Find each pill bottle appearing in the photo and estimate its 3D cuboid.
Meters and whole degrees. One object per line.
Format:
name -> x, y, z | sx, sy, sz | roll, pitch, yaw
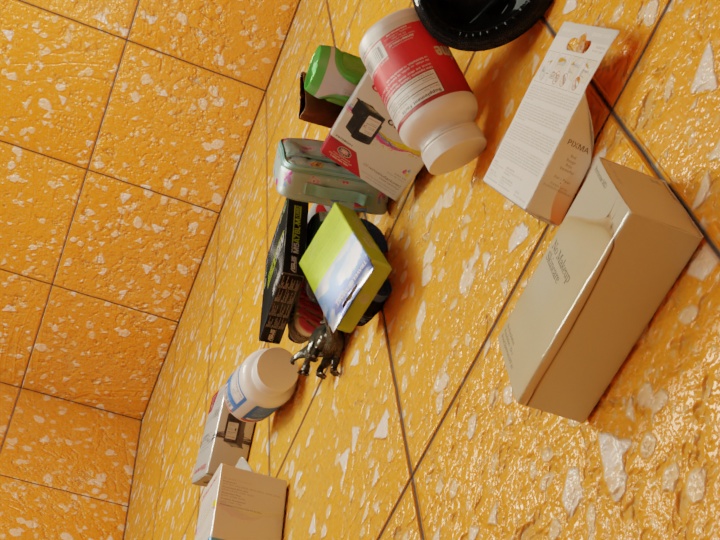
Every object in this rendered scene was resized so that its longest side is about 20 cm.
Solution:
pill bottle -> 0.085, -0.233, 1.386 | 0.202, 0.111, 0.112 | 65, 149, 16
pill bottle -> -0.183, 0.212, 1.991 | 0.200, 0.111, 0.113 | 138, 147, -60

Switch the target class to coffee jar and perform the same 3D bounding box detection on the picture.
coffee jar -> -0.054, -0.018, 1.831 | 0.200, 0.084, 0.105 | -103, 32, -64

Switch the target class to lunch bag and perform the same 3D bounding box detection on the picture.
lunch bag -> -0.042, -0.157, 1.739 | 0.161, 0.197, 0.078 | -109, 29, -66

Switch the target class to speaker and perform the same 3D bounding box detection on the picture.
speaker -> 0.016, -0.284, 1.655 | 0.088, 0.198, 0.089 | -162, 90, -75

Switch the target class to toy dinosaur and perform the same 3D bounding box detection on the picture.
toy dinosaur -> -0.058, 0.124, 1.755 | 0.103, 0.076, 0.200 | -67, 6, -28

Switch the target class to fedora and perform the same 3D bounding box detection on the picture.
fedora -> 0.167, -0.373, 1.352 | 0.091, 0.199, 0.203 | -12, -54, -68

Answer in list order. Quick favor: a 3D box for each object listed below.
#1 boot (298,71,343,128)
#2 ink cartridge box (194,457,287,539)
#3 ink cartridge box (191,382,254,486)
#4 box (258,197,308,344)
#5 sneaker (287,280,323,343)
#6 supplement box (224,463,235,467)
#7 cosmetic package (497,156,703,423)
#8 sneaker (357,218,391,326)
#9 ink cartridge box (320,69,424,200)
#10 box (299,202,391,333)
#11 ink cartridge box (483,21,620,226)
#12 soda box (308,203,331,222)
boot -> -0.011, -0.279, 1.746 | 0.069, 0.198, 0.190 | 125, 157, -47
ink cartridge box -> -0.206, 0.435, 1.796 | 0.129, 0.124, 0.202 | 124, 158, -46
ink cartridge box -> -0.286, 0.358, 2.251 | 0.145, 0.083, 0.202 | 139, 145, -62
box -> -0.137, -0.004, 1.890 | 0.201, 0.047, 0.195 | 114, 165, -48
sneaker -> -0.107, 0.052, 1.965 | 0.088, 0.073, 0.202 | -49, 32, 43
supplement box -> -0.224, 0.415, 2.001 | 0.200, 0.068, 0.067 | 169, 118, -71
cosmetic package -> 0.199, 0.019, 0.908 | 0.104, 0.072, 0.201 | -99, 29, -59
sneaker -> 0.000, 0.000, 1.647 | 0.078, 0.070, 0.201 | -54, 23, 31
ink cartridge box -> 0.047, -0.218, 1.549 | 0.083, 0.145, 0.200 | -61, 6, -36
box -> -0.023, -0.001, 1.570 | 0.123, 0.047, 0.200 | -58, 32, 19
ink cartridge box -> 0.214, -0.161, 1.130 | 0.201, 0.050, 0.162 | -61, 16, 10
soda box -> -0.038, -0.142, 1.920 | 0.201, 0.063, 0.068 | -61, -5, 38
